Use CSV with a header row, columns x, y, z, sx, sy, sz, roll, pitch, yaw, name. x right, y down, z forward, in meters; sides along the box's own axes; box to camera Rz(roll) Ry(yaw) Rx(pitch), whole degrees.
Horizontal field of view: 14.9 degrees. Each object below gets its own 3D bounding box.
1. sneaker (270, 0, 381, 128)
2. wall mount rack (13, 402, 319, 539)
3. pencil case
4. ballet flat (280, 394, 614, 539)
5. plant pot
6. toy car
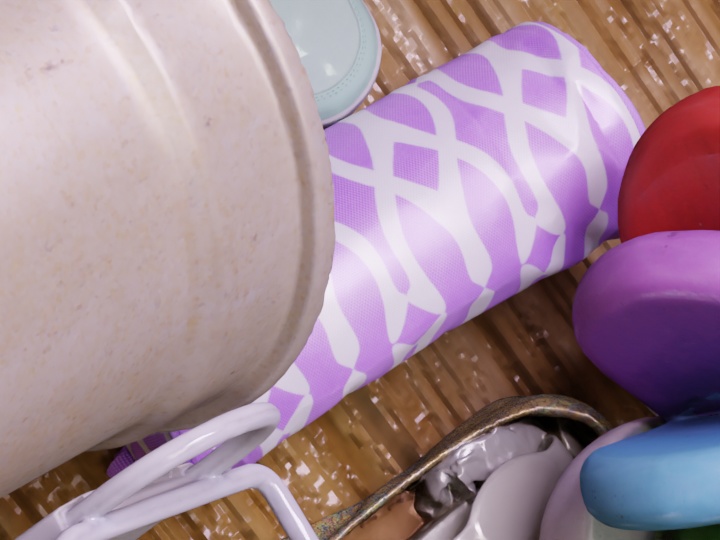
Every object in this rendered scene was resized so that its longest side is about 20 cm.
x,y,z,sx,sy,sz,roll,pitch,yaw,name
-0.059,-0.102,0.809,0.200,0.118,0.074,33,78,-23,sneaker
-0.096,0.118,0.754,0.075,0.200,0.173,58,31,9,wall mount rack
0.000,0.000,0.864,0.199,0.084,0.086,-30,139,-18,pencil case
0.008,0.104,0.867,0.200,0.071,0.071,-37,107,-26,ballet flat
-0.139,-0.004,0.702,0.183,0.200,0.201,-38,109,-43,plant pot
0.127,0.025,0.807,0.150,0.174,0.201,46,51,-34,toy car
